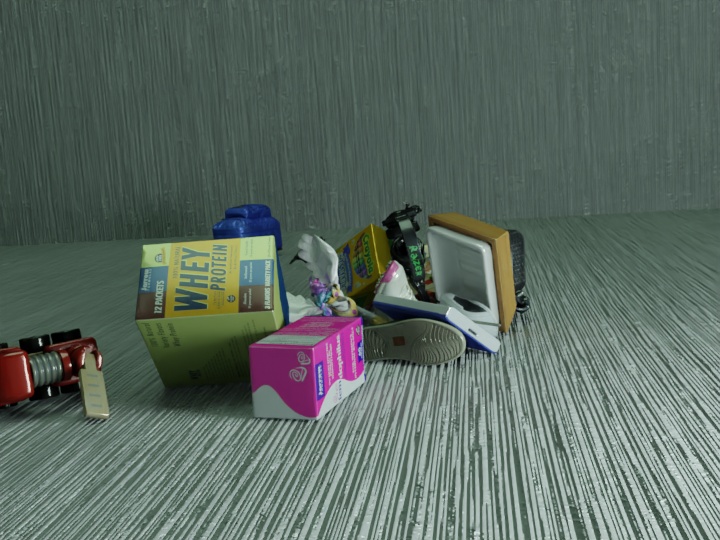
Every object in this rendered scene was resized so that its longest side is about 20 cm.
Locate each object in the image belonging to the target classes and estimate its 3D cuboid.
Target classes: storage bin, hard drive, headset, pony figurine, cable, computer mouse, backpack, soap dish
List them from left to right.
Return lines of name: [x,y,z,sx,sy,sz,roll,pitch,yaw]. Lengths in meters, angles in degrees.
backpack: [-0.372,-0.119,2.992,0.161,0.170,0.199,-5,9,39]
pony figurine: [-0.058,0.049,1.681,0.192,0.168,0.200,25,-11,35]
headset: [0.093,-0.063,1.739,0.093,0.125,0.201,-17,30,-4]
hard drive: [0.125,0.088,1.602,0.131,0.026,0.199,35,-15,-32]
computer mouse: [0.164,0.077,1.696,0.044,0.111,0.199,-31,29,-27]
soap dish: [0.202,-0.001,1.701,0.081,0.202,0.156,-34,39,-31]
storage bin: [0.257,-0.018,2.104,0.198,0.137,0.093,2,10,35]
cable: [0.251,0.019,1.838,0.051,0.163,0.200,-47,7,3]

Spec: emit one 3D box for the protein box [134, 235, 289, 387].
protein box: [-0.216,0.065,1.438,0.197,0.136,0.200,-4,-36,1]

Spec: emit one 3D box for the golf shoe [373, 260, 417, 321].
golf shoe: [0.075,0.047,1.716,0.091,0.076,0.201,29,-20,14]

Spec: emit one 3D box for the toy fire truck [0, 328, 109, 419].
toy fire truck: [-0.450,0.159,1.380,0.174,0.131,0.199,-10,0,-35]

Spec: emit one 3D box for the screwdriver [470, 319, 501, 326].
screwdriver: [0.169,0.085,1.617,0.029,0.028,0.199,-2,4,-29]

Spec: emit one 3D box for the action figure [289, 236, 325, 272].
action figure: [-0.058,0.017,2.086,0.102,0.200,0.119,-42,11,37]

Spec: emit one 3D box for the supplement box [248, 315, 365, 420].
supplement box: [-0.072,0.134,1.352,0.102,0.103,0.200,0,10,21]

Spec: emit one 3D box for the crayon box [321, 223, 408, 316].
crayon box: [0.000,0.000,1.840,0.051,0.127,0.199,24,-47,-40]

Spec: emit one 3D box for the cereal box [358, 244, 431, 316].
cereal box: [0.076,0.019,1.961,0.199,0.145,0.040,-12,51,-47]

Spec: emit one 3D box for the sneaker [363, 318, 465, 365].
sneaker: [0.093,0.106,1.559,0.197,0.076,0.106,0,8,29]

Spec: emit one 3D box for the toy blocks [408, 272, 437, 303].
toy blocks: [0.124,0.058,1.873,0.136,0.101,0.199,-23,17,-30]
